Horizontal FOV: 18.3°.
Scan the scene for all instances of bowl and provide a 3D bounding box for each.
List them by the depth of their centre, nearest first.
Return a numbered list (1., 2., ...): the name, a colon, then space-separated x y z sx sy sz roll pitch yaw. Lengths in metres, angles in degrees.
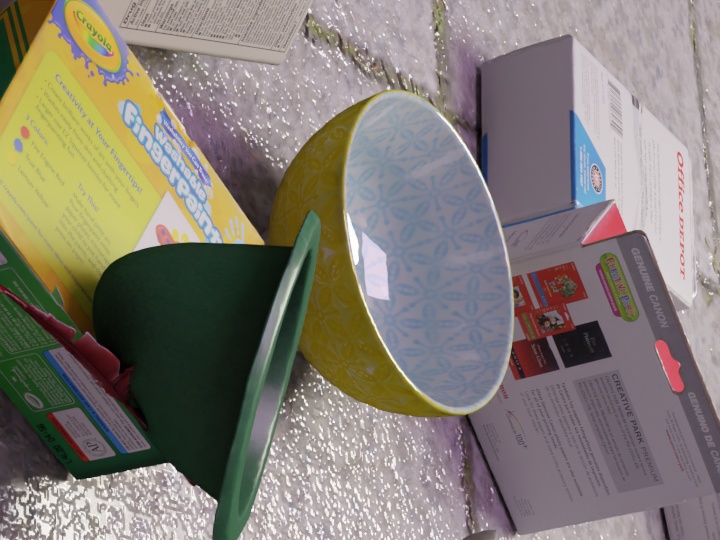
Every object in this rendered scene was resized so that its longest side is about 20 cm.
1. bowl: 0.000 0.000 1.352 0.200 0.108 0.200 33 49 -49

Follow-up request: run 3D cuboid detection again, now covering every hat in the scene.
1. hat: -0.123 0.024 1.076 0.200 0.176 0.166 102 4 -46

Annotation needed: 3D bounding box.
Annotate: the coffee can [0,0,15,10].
1. coffee can: -0.230 -0.224 1.019 0.200 0.146 0.147 44 42 -42

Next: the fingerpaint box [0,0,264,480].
1. fingerpaint box: -0.147 -0.023 1.144 0.200 0.073 0.167 56 35 -33

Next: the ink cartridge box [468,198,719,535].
1. ink cartridge box: 0.160 0.064 1.531 0.084 0.175 0.200 -46 118 -57

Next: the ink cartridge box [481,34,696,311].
1. ink cartridge box: 0.176 -0.065 1.708 0.200 0.086 0.147 37 47 -49

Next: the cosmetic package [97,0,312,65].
1. cosmetic package: -0.102 -0.181 1.253 0.200 0.071 0.105 3 118 -60

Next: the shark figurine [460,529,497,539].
1. shark figurine: -0.013 0.223 1.238 0.128 0.215 0.090 27 7 -18

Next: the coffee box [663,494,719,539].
1. coffee box: 0.383 0.217 1.819 0.198 0.200 0.200 1 76 -60
